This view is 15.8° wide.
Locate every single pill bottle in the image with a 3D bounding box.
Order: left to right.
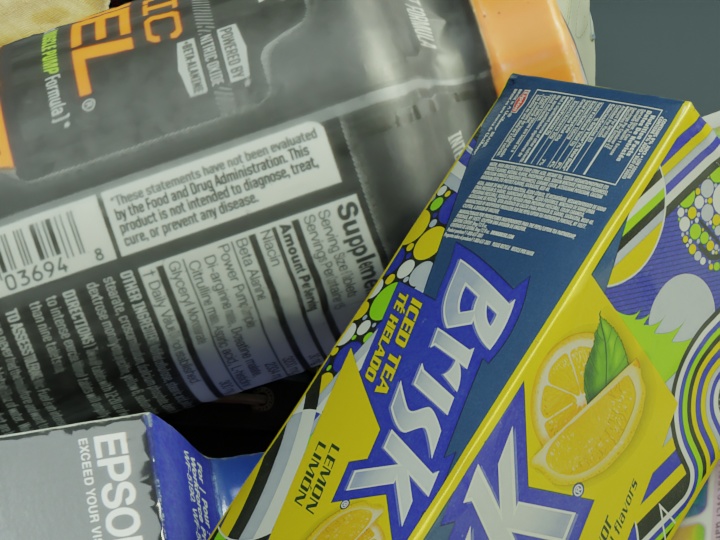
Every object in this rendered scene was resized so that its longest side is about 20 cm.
[{"bbox_3d":[-0.037,-0.022,0.676,0.199,0.107,0.107,-18,43,2],"label":"pill bottle"}]

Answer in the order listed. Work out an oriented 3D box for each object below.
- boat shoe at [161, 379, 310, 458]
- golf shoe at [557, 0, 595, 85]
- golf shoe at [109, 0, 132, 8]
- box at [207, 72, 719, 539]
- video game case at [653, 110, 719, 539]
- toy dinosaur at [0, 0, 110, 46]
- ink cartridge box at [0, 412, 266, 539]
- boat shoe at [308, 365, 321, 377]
[{"bbox_3d":[-0.093,0.040,0.757,0.199,0.073,0.063,15,81,23],"label":"boat shoe"},{"bbox_3d":[0.035,-0.092,0.871,0.078,0.098,0.200,-23,16,2],"label":"golf shoe"},{"bbox_3d":[-0.084,-0.047,0.866,0.073,0.092,0.200,42,81,6],"label":"golf shoe"},{"bbox_3d":[0.021,0.056,0.590,0.064,0.070,0.200,14,65,52],"label":"box"},{"bbox_3d":[0.082,0.041,0.627,0.181,0.024,0.201,-19,43,31],"label":"video game case"},{"bbox_3d":[-0.125,-0.080,0.772,0.199,0.058,0.101,-26,39,-28],"label":"toy dinosaur"},{"bbox_3d":[-0.101,0.093,0.630,0.199,0.039,0.100,-9,62,-8],"label":"ink cartridge box"},{"bbox_3d":[0.000,0.000,0.790,0.072,0.065,0.200,-21,44,-7],"label":"boat shoe"}]
